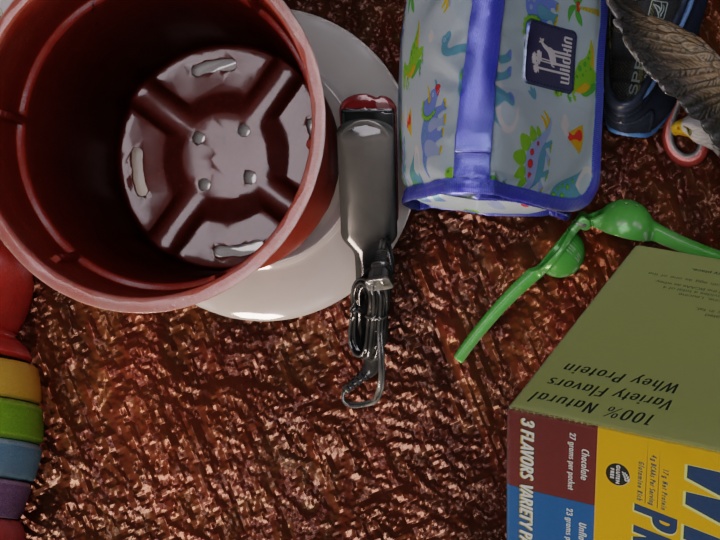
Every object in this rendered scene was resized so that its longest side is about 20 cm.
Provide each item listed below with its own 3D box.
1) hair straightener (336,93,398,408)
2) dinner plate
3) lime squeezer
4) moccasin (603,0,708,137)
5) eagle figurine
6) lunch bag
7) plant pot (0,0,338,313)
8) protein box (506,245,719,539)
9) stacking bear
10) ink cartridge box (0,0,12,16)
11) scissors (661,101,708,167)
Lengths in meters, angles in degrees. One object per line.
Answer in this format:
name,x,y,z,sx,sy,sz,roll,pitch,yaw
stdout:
hair straightener,0.000,0.000,1.170,0.041,0.077,0.201,5,116,1
dinner plate,-0.063,-0.068,1.238,0.199,0.024,0.201,0,87,9
lime squeezer,0.144,-0.004,1.201,0.199,0.038,0.071,-17,117,8
moccasin,0.184,-0.182,1.173,0.080,0.068,0.201,3,84,14
eagle figurine,0.227,-0.092,1.101,0.150,0.152,0.201,-6,115,21
lunch bag,0.078,-0.119,1.126,0.127,0.200,0.171,3,88,10
plant pot,-0.099,-0.074,1.133,0.200,0.195,0.202,0,88,10
protein box,0.203,0.102,1.023,0.198,0.200,0.136,11,119,24
stacking bear,-0.253,0.076,1.226,0.113,0.121,0.201,3,81,12
ink cartridge box,-0.205,-0.150,1.240,0.200,0.067,0.117,-44,81,6
scissors,0.248,-0.152,1.191,0.073,0.014,0.201,22,94,12
